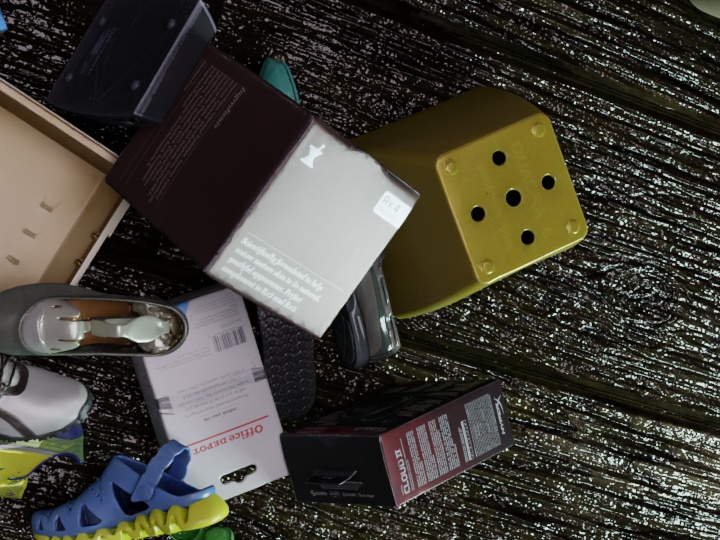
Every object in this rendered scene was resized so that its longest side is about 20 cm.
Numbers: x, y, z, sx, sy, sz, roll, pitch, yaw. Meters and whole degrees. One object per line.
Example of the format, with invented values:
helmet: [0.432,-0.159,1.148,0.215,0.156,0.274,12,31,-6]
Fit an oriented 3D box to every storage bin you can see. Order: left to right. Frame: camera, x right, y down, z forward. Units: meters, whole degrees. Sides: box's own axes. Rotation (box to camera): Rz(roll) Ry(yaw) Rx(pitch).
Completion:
storage bin: [-0.337,-0.054,1.363,0.198,0.094,0.200,34,79,-18]

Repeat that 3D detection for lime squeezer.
lime squeezer: [-0.158,0.255,1.441,0.200,0.071,0.038,26,49,20]

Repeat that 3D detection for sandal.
sandal: [-0.226,0.218,1.393,0.200,0.079,0.087,-14,86,12]
sandal: [-0.078,0.053,1.490,0.075,0.048,0.201,1,108,-18]

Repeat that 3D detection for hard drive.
hard drive: [-0.214,-0.195,1.356,0.042,0.200,0.135,35,78,-34]

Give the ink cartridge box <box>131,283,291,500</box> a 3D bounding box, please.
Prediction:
ink cartridge box: [-0.154,0.125,1.451,0.116,0.068,0.200,-18,98,-20]

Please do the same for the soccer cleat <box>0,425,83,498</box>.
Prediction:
soccer cleat: [-0.358,0.189,1.377,0.200,0.065,0.084,-21,101,-20]

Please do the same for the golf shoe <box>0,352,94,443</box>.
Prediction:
golf shoe: [-0.346,0.100,1.333,0.199,0.095,0.078,8,46,-6]

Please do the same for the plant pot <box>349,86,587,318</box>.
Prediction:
plant pot: [0.118,-0.073,1.495,0.200,0.176,0.200,-24,99,-18]

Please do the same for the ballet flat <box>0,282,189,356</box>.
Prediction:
ballet flat: [-0.250,0.048,1.324,0.200,0.064,0.068,2,97,-32]

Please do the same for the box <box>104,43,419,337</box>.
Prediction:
box: [-0.092,-0.076,1.321,0.164,0.200,0.166,-54,135,3]

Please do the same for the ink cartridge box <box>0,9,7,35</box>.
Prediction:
ink cartridge box: [-0.420,-0.296,1.338,0.116,0.067,0.200,-22,99,-20]

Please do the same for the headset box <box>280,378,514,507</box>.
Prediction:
headset box: [0.031,0.173,1.448,0.200,0.149,0.077,-21,100,-43]

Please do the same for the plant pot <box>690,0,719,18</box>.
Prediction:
plant pot: [0.450,-0.344,1.604,0.187,0.200,0.188,0,91,-20]

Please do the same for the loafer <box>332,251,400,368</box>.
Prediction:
loafer: [0.000,0.000,1.511,0.063,0.072,0.201,-12,105,-24]

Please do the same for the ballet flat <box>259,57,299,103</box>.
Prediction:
ballet flat: [-0.089,-0.114,1.470,0.070,0.067,0.201,-16,98,-27]
